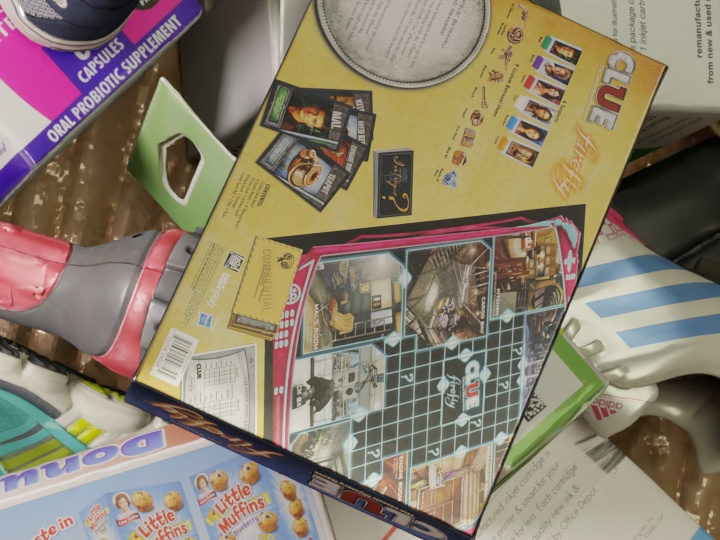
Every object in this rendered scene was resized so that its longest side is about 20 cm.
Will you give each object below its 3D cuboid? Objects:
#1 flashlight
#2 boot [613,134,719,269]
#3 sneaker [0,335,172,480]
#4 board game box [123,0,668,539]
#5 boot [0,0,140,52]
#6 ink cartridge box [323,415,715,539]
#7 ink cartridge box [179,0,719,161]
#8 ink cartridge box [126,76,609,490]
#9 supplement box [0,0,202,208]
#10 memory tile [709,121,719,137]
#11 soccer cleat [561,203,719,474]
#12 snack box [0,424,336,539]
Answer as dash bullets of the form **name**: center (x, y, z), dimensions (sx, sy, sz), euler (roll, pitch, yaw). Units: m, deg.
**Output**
- **flashlight**: center (-0.137, -0.005, 1.031), dimensions (0.200, 0.068, 0.068), euler (18, 107, 10)
- **boot**: center (0.183, 0.015, 1.189), dimensions (0.200, 0.066, 0.165), euler (-26, 82, -24)
- **sneaker**: center (-0.137, 0.072, 1.068), dimensions (0.200, 0.078, 0.080), euler (26, 86, -12)
- **board game box**: center (0.015, -0.015, 0.981), dimensions (0.135, 0.035, 0.200), euler (25, 71, -3)
- **boot**: center (-0.129, -0.183, 0.993), dimensions (0.073, 0.090, 0.200), euler (-29, 91, -23)
- **ink cartridge box**: center (0.055, 0.112, 1.122), dimensions (0.200, 0.067, 0.116), euler (44, 70, -1)
- **ink cartridge box**: center (0.036, -0.094, 1.114), dimensions (0.200, 0.147, 0.083), euler (1, 81, -18)
- **ink cartridge box**: center (0.000, 0.000, 1.048), dimensions (0.059, 0.104, 0.200), euler (-40, 85, -20)
- **supplement box**: center (-0.175, -0.134, 1.070), dimensions (0.200, 0.103, 0.101), euler (46, 69, -5)
- **memory tile**: center (0.257, -0.053, 1.189), dimensions (0.200, 0.017, 0.154), euler (-16, 80, -18)
- **soccer cleat**: center (0.087, 0.016, 1.095), dimensions (0.200, 0.070, 0.086), euler (25, 61, -12)
- **snack box**: center (-0.112, 0.110, 1.046), dimensions (0.200, 0.024, 0.072), euler (-17, 112, -1)
